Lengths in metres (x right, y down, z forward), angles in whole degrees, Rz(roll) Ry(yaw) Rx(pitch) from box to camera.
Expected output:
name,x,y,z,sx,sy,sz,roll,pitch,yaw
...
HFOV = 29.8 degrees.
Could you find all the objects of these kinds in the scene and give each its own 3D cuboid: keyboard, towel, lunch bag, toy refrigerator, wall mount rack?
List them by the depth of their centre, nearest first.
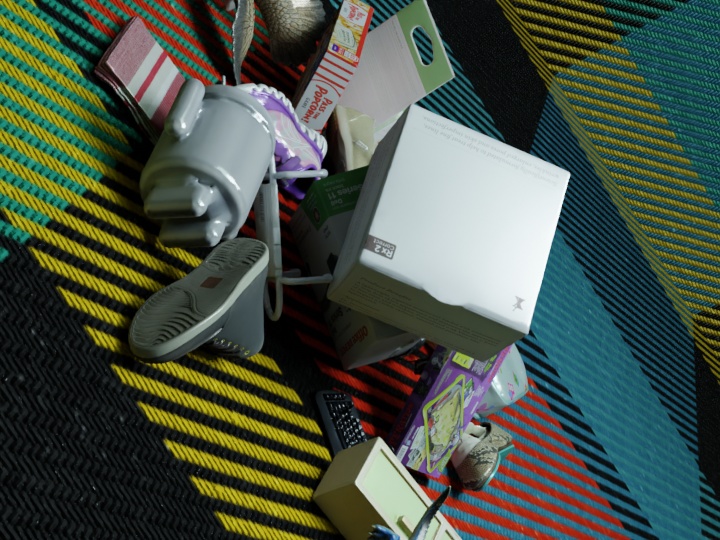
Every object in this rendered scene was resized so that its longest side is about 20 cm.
name,x,y,z,sx,sy,sz,roll,pitch,yaw
toy refrigerator,0.045,0.278,1.427,0.200,0.070,0.076,53,38,-15
towel,-0.208,-0.172,1.484,0.200,0.023,0.144,54,23,-22
keyboard,0.015,0.222,1.502,0.104,0.040,0.200,12,55,-62
wall mount rack,-0.082,-0.048,1.502,0.174,0.074,0.200,-172,-102,-71
lunch bag,0.153,0.104,1.900,0.200,0.077,0.160,64,23,4

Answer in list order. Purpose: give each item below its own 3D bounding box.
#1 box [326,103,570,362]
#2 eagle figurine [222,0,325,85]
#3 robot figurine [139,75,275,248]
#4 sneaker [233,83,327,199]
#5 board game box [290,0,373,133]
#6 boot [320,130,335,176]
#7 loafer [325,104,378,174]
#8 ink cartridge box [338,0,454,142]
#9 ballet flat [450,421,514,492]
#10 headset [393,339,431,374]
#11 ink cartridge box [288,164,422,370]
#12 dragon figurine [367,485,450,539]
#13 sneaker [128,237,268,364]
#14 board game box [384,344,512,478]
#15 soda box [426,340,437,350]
name,x,y,z,sx,sy,sz,roll,pitch,yaw
box,0.094,-0.037,1.459,0.199,0.131,0.200,23,67,-10
eagle figurine,-0.139,-0.349,1.712,0.200,0.152,0.151,59,1,5
robot figurine,-0.153,-0.111,1.378,0.200,0.113,0.170,-71,155,-43
sneaker,-0.104,-0.149,1.624,0.200,0.080,0.089,36,41,-50
board game box,-0.046,-0.257,1.773,0.046,0.152,0.200,27,31,-9
boot,0.019,-0.090,1.828,0.200,0.073,0.151,37,32,-41
loafer,0.003,-0.129,1.715,0.076,0.068,0.200,110,-26,-57
ink cartridge box,0.040,-0.276,1.922,0.048,0.200,0.146,19,47,-57
ballet flat,0.151,0.237,1.775,0.075,0.068,0.200,42,14,8
headset,0.055,0.057,1.698,0.124,0.094,0.200,53,9,-42
ink cartridge box,0.000,0.000,1.568,0.200,0.083,0.147,68,-21,12
dragon figurine,0.033,0.303,1.313,0.099,0.200,0.059,44,-18,43
sneaker,-0.143,0.059,1.293,0.200,0.075,0.106,-43,139,-49
board game box,0.106,0.147,1.618,0.032,0.200,0.120,28,-1,40
soda box,0.090,0.008,1.737,0.064,0.068,0.200,41,-23,52
